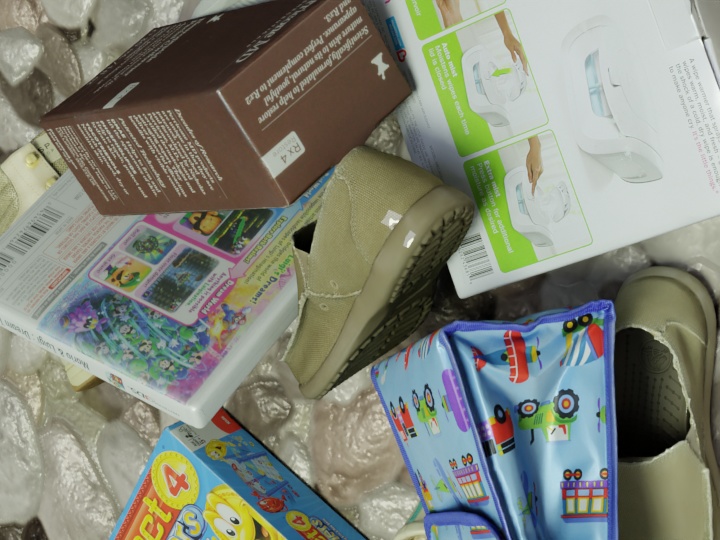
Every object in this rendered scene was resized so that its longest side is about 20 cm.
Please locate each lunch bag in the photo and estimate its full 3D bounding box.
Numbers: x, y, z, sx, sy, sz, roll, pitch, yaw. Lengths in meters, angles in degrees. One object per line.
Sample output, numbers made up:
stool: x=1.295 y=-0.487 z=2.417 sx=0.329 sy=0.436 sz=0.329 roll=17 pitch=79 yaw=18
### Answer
lunch bag: x=0.081 y=0.130 z=0.804 sx=0.151 sy=0.094 sz=0.201 roll=139 pitch=121 yaw=-73

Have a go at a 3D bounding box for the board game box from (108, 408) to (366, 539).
board game box: x=-0.079 y=0.227 z=1.016 sx=0.196 sy=0.056 sz=0.201 roll=39 pitch=119 yaw=20

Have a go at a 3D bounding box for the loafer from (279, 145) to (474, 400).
loafer: x=0.000 y=0.000 z=0.814 sx=0.068 sy=0.076 sz=0.200 roll=50 pitch=146 yaw=13

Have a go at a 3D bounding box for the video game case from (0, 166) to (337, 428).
video game case: x=-0.103 y=-0.020 z=0.905 sx=0.181 sy=0.200 sz=0.024 roll=24 pitch=146 yaw=26

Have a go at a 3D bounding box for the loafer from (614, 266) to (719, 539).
loafer: x=0.150 y=0.101 z=0.831 sx=0.075 sy=0.068 sz=0.201 roll=1 pitch=101 yaw=33

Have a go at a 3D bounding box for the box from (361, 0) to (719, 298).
box: x=0.107 y=-0.109 z=0.795 sx=0.176 sy=0.097 sz=0.201 roll=-20 pitch=89 yaw=34

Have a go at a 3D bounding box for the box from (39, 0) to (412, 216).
box: x=-0.077 y=-0.085 z=0.833 sx=0.200 sy=0.100 sz=0.075 roll=2 pitch=129 yaw=52

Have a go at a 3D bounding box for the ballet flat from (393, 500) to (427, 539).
ballet flat: x=0.090 y=0.214 z=0.898 sx=0.200 sy=0.069 sz=0.069 roll=51 pitch=122 yaw=13

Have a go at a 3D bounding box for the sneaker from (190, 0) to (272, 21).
sneaker: x=-0.037 y=-0.180 z=0.898 sx=0.074 sy=0.119 sz=0.201 roll=30 pitch=151 yaw=-2

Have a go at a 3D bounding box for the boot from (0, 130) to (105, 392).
boot: x=-0.153 y=-0.031 z=0.997 sx=0.200 sy=0.073 sz=0.156 roll=-36 pitch=82 yaw=38
